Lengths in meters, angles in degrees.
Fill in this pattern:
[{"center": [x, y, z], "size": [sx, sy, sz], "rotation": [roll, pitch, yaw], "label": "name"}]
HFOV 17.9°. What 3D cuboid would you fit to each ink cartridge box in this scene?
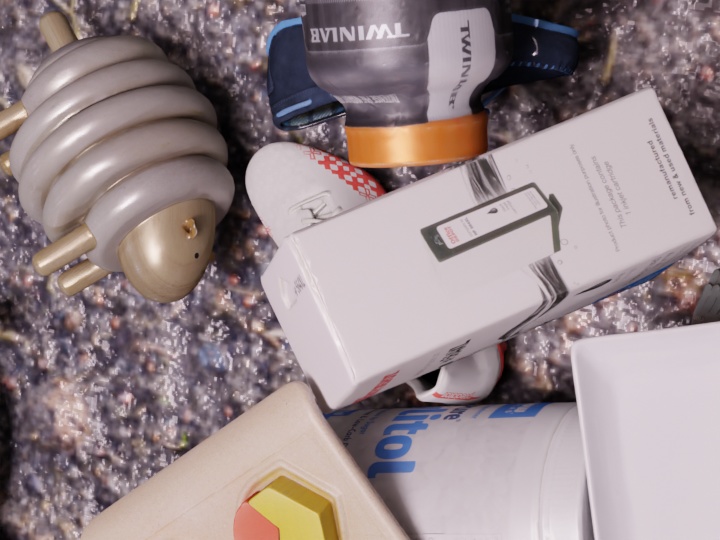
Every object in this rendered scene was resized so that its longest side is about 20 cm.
[{"center": [0.061, -0.006, 1.169], "size": [0.200, 0.146, 0.084], "rotation": [-23, 84, -10], "label": "ink cartridge box"}]

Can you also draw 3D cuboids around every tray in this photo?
[{"center": [0.170, 0.128, 1.153], "size": [0.107, 0.022, 0.200], "rotation": [-7, 84, 1], "label": "tray"}]

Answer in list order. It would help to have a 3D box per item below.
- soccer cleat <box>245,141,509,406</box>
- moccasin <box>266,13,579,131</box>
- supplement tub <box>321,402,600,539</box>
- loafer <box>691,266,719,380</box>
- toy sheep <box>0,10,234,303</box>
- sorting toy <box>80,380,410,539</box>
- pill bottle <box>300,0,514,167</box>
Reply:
[{"center": [0.000, 0.000, 1.287], "size": [0.200, 0.085, 0.069], "rotation": [47, 114, 17], "label": "soccer cleat"}, {"center": [0.035, -0.104, 1.270], "size": [0.200, 0.080, 0.068], "rotation": [0, 80, 41], "label": "moccasin"}, {"center": [0.054, 0.139, 1.244], "size": [0.200, 0.132, 0.132], "rotation": [-5, 92, 28], "label": "supplement tub"}, {"center": [0.195, 0.067, 1.193], "size": [0.072, 0.063, 0.200], "rotation": [20, 105, 42], "label": "loafer"}, {"center": [-0.146, -0.069, 1.338], "size": [0.138, 0.138, 0.200], "rotation": [-37, 72, 26], "label": "toy sheep"}, {"center": [-0.044, 0.184, 1.212], "size": [0.185, 0.036, 0.200], "rotation": [-35, 85, 31], "label": "sorting toy"}, {"center": [0.021, -0.152, 1.135], "size": [0.106, 0.106, 0.200], "rotation": [-1, 99, 29], "label": "pill bottle"}]
